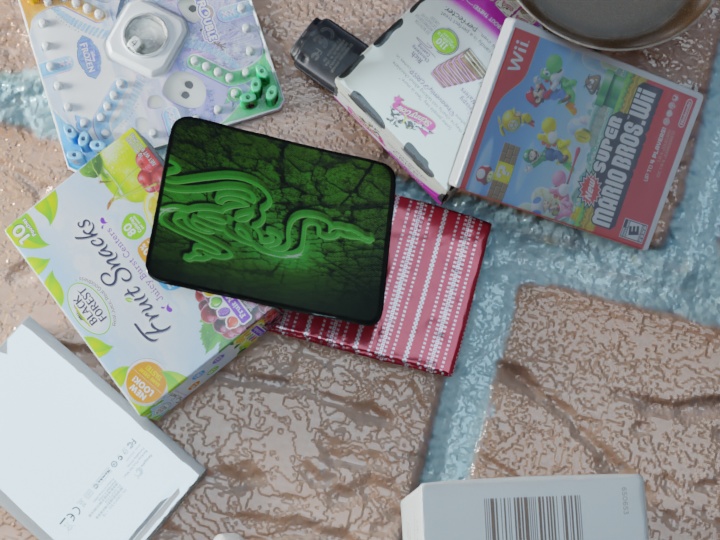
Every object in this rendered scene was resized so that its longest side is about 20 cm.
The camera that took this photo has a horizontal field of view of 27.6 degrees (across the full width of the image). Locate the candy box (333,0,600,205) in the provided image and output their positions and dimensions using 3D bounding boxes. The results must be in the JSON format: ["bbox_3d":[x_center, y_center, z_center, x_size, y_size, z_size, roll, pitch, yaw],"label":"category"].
[{"bbox_3d":[0.094,-0.173,1.241,0.200,0.061,0.136,-43,85,-8],"label":"candy box"}]

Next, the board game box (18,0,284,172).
[{"bbox_3d":[-0.190,-0.209,1.299,0.199,0.026,0.201,-18,78,-4],"label":"board game box"}]

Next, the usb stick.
[{"bbox_3d":[0.029,-0.149,1.285,0.200,0.033,0.056,36,82,6],"label":"usb stick"}]

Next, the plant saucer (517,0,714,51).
[{"bbox_3d":[0.202,-0.271,1.204,0.199,0.032,0.201,1,79,-6],"label":"plant saucer"}]

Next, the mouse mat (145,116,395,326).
[{"bbox_3d":[-0.070,-0.042,1.218,0.199,0.008,0.161,12,61,-10],"label":"mouse mat"}]

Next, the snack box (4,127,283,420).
[{"bbox_3d":[-0.181,0.003,1.227,0.142,0.053,0.200,-39,77,1],"label":"snack box"}]

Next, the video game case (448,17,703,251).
[{"bbox_3d":[0.182,-0.110,1.220,0.199,0.017,0.144,16,97,-25],"label":"video game case"}]

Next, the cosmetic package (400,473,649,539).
[{"bbox_3d":[0.121,0.246,1.114,0.167,0.200,0.167,-3,78,-2],"label":"cosmetic package"}]

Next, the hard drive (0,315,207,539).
[{"bbox_3d":[-0.245,0.152,1.219,0.200,0.026,0.132,39,80,8],"label":"hard drive"}]

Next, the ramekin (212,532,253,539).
[{"bbox_3d":[-0.063,0.299,1.110,0.094,0.202,0.203,2,77,-14],"label":"ramekin"}]

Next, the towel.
[{"bbox_3d":[0.000,0.000,1.258,0.199,0.022,0.145,15,78,2],"label":"towel"}]
